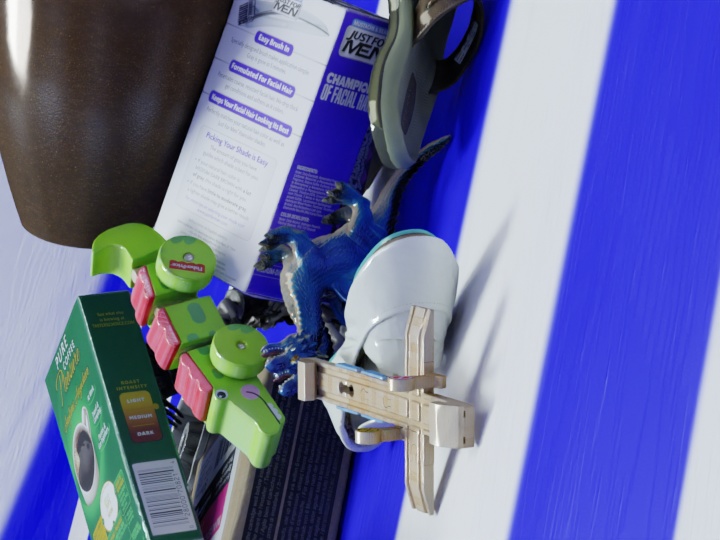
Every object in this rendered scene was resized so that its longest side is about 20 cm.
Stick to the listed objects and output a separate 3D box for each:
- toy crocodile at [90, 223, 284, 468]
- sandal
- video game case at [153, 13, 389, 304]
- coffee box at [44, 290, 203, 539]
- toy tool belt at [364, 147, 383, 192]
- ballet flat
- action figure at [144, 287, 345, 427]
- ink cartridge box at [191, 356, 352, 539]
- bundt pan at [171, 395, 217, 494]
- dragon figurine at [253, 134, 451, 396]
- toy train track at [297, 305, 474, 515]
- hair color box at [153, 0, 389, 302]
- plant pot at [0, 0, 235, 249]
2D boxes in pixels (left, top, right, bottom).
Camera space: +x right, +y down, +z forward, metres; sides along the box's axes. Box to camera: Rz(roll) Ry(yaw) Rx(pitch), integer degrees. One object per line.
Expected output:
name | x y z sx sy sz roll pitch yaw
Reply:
toy crocodile | -0.110 0.045 1.682 0.200 0.062 0.068 57 147 27
sandal | 0.052 -0.153 1.677 0.080 0.057 0.201 52 -138 -51
video game case | -0.067 -0.090 1.804 0.181 0.036 0.200 13 90 42
coffee box | -0.165 0.127 1.786 0.123 0.044 0.200 116 140 -53
toy tool belt | -0.052 -0.095 1.901 0.200 0.125 0.123 -51 52 35
ballet flat | 0.020 0.049 1.535 0.200 0.069 0.070 114 168 -58
action figure | -0.069 0.051 1.853 0.200 0.102 0.119 -31 -11 -40
ink cartridge box | -0.070 0.176 1.764 0.200 0.075 0.165 124 161 -57
bundt pan | -0.102 0.141 1.987 0.202 0.076 0.202 -164 90 -80
dragon figurine | 0.000 0.000 1.660 0.200 0.099 0.059 -34 -15 -24
toy train track | 0.003 0.074 1.462 0.200 0.032 0.115 -167 76 -63
hair color box | -0.057 -0.090 1.727 0.109 0.065 0.200 28 102 43
plant pot | -0.182 -0.123 1.786 0.187 0.186 0.200 -99 15 -68
